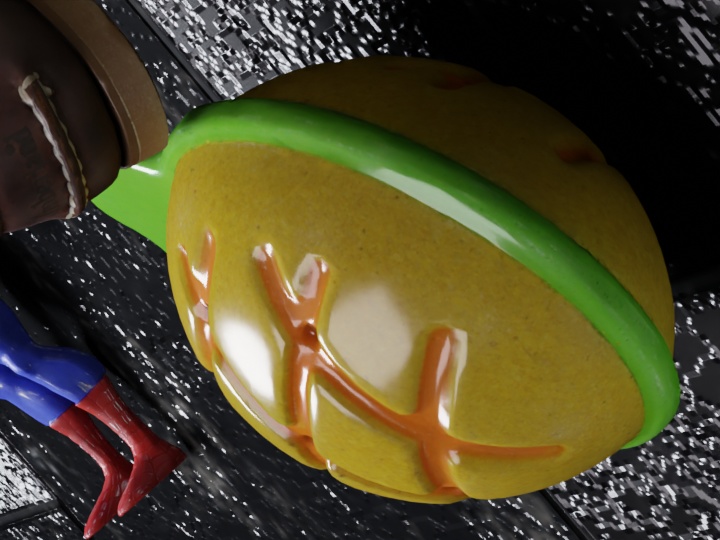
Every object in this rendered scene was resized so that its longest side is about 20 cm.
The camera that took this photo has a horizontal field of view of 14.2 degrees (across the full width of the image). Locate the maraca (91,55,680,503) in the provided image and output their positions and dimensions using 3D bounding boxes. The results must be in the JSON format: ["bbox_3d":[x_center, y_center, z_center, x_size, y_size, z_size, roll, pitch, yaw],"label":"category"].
[{"bbox_3d":[0.000,0.000,0.755,0.200,0.107,0.137,10,147,51],"label":"maraca"}]

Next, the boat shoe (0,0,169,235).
[{"bbox_3d":[-0.129,-0.068,0.765,0.200,0.070,0.070,38,157,49],"label":"boat shoe"}]

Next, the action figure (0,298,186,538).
[{"bbox_3d":[-0.151,0.012,1.053,0.200,0.052,0.065,49,157,-2],"label":"action figure"}]
